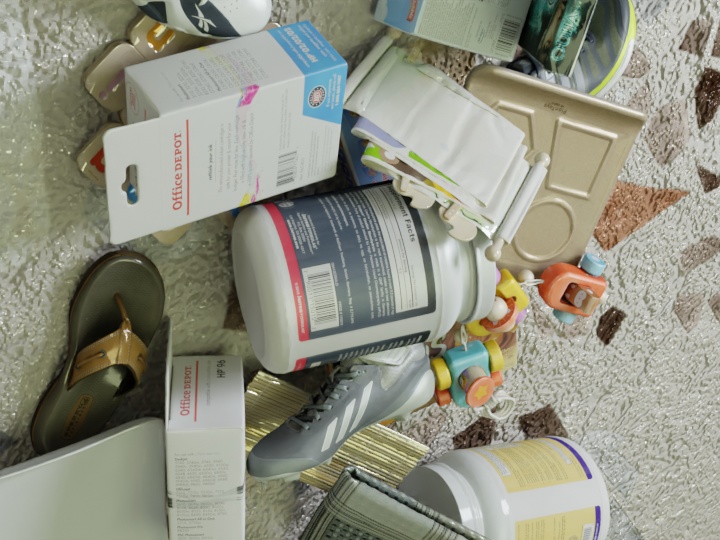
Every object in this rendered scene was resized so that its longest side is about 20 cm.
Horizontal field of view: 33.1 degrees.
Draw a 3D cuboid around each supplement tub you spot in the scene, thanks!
[{"bbox_3d":[0.000,0.000,1.022,0.197,0.141,0.142,-11,121,-15],"label":"supplement tub"},{"bbox_3d":[0.151,0.259,1.296,0.198,0.145,0.147,-2,116,-33],"label":"supplement tub"}]

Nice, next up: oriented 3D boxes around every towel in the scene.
[{"bbox_3d":[0.037,0.294,1.195,0.198,0.035,0.193,27,131,-3],"label":"towel"}]

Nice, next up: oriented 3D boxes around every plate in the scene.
[{"bbox_3d":[-0.262,0.218,1.045,0.198,0.032,0.201,-19,137,-26],"label":"plate"}]

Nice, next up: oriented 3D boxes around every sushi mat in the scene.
[{"bbox_3d":[-0.038,0.166,1.152,0.198,0.012,0.096,27,112,-23],"label":"sushi mat"}]

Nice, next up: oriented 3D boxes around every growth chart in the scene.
[{"bbox_3d":[0.064,-0.107,1.003,0.145,0.199,0.018,-47,175,-33],"label":"growth chart"}]

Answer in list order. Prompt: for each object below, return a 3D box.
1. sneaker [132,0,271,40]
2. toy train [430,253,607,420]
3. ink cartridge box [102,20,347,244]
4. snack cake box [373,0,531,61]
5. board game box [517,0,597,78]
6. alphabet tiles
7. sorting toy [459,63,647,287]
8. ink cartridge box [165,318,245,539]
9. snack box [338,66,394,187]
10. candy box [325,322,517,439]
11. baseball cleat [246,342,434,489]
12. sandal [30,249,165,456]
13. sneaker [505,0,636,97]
[{"bbox_3d":[-0.123,-0.220,0.850,0.199,0.129,0.080,36,84,-36],"label":"sneaker"},{"bbox_3d":[0.154,0.069,1.156,0.149,0.056,0.201,19,112,-29],"label":"toy train"},{"bbox_3d":[-0.114,-0.107,0.931,0.198,0.068,0.116,-20,141,-25],"label":"ink cartridge box"},{"bbox_3d":[0.098,-0.288,1.011,0.114,0.067,0.202,8,106,-35],"label":"snack cake box"},{"bbox_3d":[0.168,-0.245,1.010,0.028,0.200,0.137,15,107,-7],"label":"board game box"},{"bbox_3d":[-0.128,-0.124,0.984,0.196,0.015,0.200,-48,131,-4],"label":"alphabet tiles"},{"bbox_3d":[0.147,-0.083,1.120,0.183,0.037,0.202,12,117,-22],"label":"sorting toy"},{"bbox_3d":[-0.134,0.154,1.055,0.067,0.116,0.202,-1,118,-7],"label":"ink cartridge box"},{"bbox_3d":[0.022,-0.091,1.099,0.071,0.024,0.202,-31,128,-15],"label":"snack box"},{"bbox_3d":[0.061,0.071,1.193,0.198,0.055,0.117,-21,124,-23],"label":"candy box"},{"bbox_3d":[-0.024,0.110,1.087,0.199,0.069,0.108,-25,115,-29],"label":"baseball cleat"},{"bbox_3d":[-0.215,0.080,1.008,0.081,0.055,0.202,20,103,-38],"label":"sandal"},{"bbox_3d":[0.183,-0.183,1.132,0.081,0.074,0.201,30,94,-37],"label":"sneaker"}]
